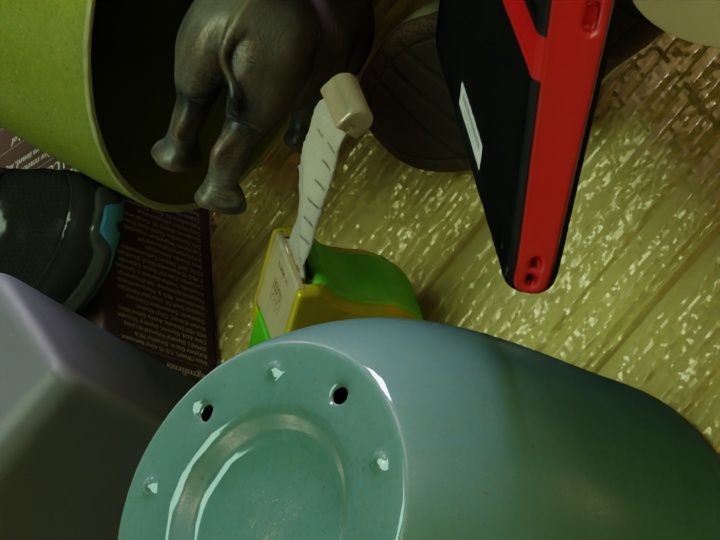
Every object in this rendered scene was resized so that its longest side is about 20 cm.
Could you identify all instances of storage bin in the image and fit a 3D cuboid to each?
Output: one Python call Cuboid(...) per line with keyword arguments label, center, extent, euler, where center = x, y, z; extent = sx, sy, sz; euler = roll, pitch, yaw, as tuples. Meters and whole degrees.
Cuboid(label="storage bin", center=(-0.116, 0.102, 0.985), extent=(0.134, 0.200, 0.146), euler=(-50, 42, 8))

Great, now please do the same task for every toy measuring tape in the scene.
Cuboid(label="toy measuring tape", center=(0.000, 0.000, 0.989), extent=(0.201, 0.073, 0.074), euler=(107, 152, -45))

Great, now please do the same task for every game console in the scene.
Cuboid(label="game console", center=(0.058, -0.113, 0.833), extent=(0.200, 0.031, 0.178), euler=(-100, 14, -61))

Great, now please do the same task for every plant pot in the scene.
Cuboid(label="plant pot", center=(0.012, 0.107, 0.863), extent=(0.200, 0.161, 0.202), euler=(-18, 59, 33))
Cuboid(label="plant pot", center=(-0.139, -0.142, 1.084), extent=(0.199, 0.187, 0.188), euler=(18, 87, 28))

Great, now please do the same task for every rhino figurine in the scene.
Cuboid(label="rhino figurine", center=(-0.025, -0.094, 1.031), extent=(0.060, 0.200, 0.088), euler=(22, 114, 12))

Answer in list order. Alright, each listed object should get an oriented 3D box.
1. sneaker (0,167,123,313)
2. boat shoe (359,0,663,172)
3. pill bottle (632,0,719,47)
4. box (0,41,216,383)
Cuboid(label="sneaker", center=(-0.190, -0.013, 1.113), extent=(0.199, 0.082, 0.074), euler=(-7, 64, 39))
Cuboid(label="boat shoe", center=(0.077, -0.102, 0.988), extent=(0.200, 0.072, 0.076), euler=(-27, 20, 49))
Cuboid(label="pill bottle", center=(0.132, -0.179, 0.856), extent=(0.112, 0.112, 0.201), euler=(-24, 49, 41))
Cuboid(label="box", center=(-0.125, 0.008, 1.155), extent=(0.100, 0.075, 0.201), euler=(-29, 56, 37))
